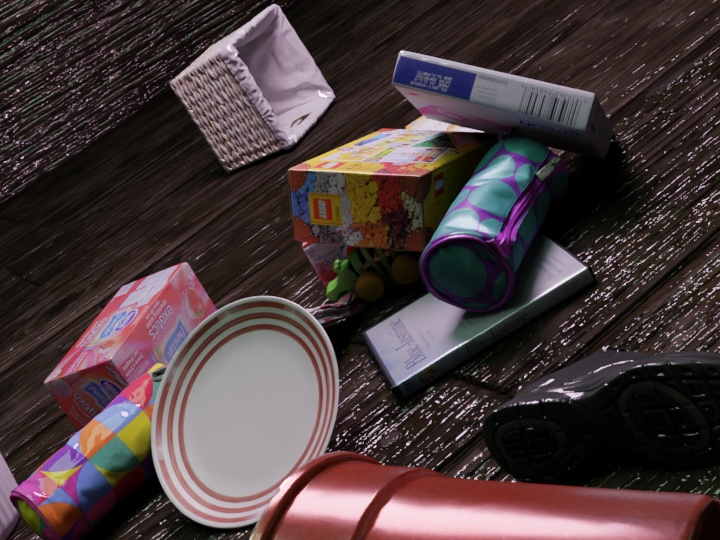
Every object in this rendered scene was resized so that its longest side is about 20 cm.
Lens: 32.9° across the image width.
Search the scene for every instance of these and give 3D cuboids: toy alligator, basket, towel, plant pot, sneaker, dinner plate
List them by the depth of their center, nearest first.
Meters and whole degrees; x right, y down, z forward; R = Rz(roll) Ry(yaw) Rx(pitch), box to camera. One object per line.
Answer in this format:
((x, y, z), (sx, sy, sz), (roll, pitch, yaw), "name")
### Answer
((0.075, 0.181, 0.556), (0.194, 0.201, 0.201), (-8, 29, 31), "plant pot")
((0.177, 0.081, 0.800), (0.199, 0.076, 0.091), (-12, 18, 35), "sneaker")
((-0.097, 0.120, 1.035), (0.199, 0.024, 0.201), (-13, 65, 30), "dinner plate")
((-0.097, 0.064, 1.182), (0.144, 0.023, 0.200), (-22, -4, 23), "towel")
((0.000, 0.000, 1.265), (0.199, 0.054, 0.059), (-26, 20, 15), "toy alligator")
((-0.182, -0.304, 2.041), (0.160, 0.200, 0.198), (-20, 22, 33), "basket")

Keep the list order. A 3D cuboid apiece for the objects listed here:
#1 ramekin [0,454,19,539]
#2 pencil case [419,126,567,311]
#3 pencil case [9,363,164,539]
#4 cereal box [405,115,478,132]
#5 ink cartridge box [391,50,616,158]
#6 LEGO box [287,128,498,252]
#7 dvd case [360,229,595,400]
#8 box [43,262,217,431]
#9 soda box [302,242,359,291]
((-0.439, 0.253, 1.242), (0.202, 0.094, 0.203), (-28, 19, 11), "ramekin")
((0.124, -0.047, 1.101), (0.092, 0.085, 0.200), (-33, 15, 39), "pencil case")
((-0.230, 0.177, 1.147), (0.200, 0.089, 0.088), (-40, 22, -29), "pencil case")
((0.144, -0.184, 1.515), (0.144, 0.040, 0.200), (-32, 20, -2), "cereal box")
((0.149, -0.157, 1.220), (0.195, 0.044, 0.200), (16, -2, 19), "ink cartridge box")
((0.042, -0.087, 1.245), (0.148, 0.078, 0.200), (5, 20, 28), "LEGO box")
((0.100, 0.034, 1.095), (0.199, 0.018, 0.143), (-32, 20, -1), "dvd case")
((-0.243, 0.090, 1.345), (0.102, 0.095, 0.200), (-21, 23, 27), "box")
((-0.020, -0.049, 1.387), (0.063, 0.070, 0.200), (-26, 20, 12), "soda box")
